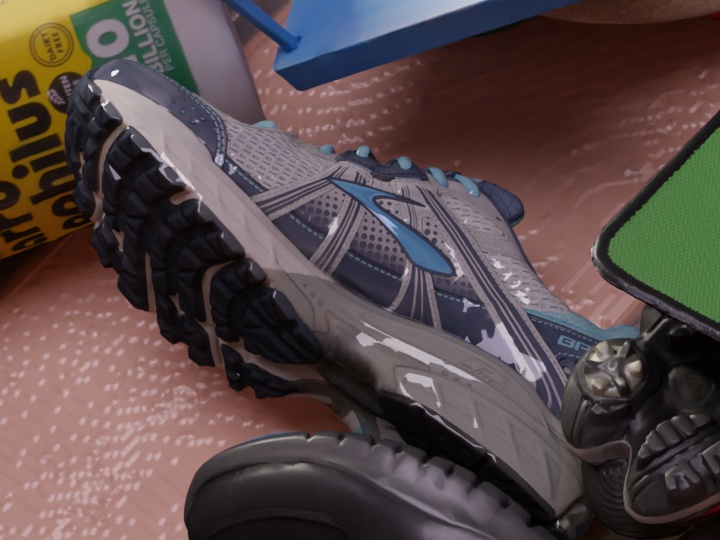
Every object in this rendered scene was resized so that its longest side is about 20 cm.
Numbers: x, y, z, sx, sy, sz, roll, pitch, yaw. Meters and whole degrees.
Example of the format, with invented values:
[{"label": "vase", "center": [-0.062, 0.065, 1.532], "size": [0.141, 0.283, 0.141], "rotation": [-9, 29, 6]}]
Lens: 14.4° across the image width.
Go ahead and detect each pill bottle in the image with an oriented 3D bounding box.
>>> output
[{"label": "pill bottle", "center": [-0.138, -0.055, 0.912], "size": [0.199, 0.113, 0.113], "rotation": [-20, 55, 0]}]

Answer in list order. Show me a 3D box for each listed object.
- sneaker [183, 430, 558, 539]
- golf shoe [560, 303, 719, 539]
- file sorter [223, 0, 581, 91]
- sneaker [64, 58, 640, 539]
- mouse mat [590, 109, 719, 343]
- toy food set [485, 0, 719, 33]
[{"label": "sneaker", "center": [0.029, 0.106, 0.790], "size": [0.199, 0.073, 0.082], "rotation": [18, 65, 25]}, {"label": "golf shoe", "center": [0.149, 0.016, 0.807], "size": [0.199, 0.088, 0.077], "rotation": [-29, 54, -4]}, {"label": "file sorter", "center": [0.013, -0.181, 0.847], "size": [0.138, 0.122, 0.201], "rotation": [-14, 51, 44]}, {"label": "sneaker", "center": [0.000, 0.000, 0.852], "size": [0.200, 0.078, 0.086], "rotation": [39, 59, 3]}, {"label": "mouse mat", "center": [0.175, -0.020, 0.758], "size": [0.160, 0.008, 0.200], "rotation": [29, 48, 22]}, {"label": "toy food set", "center": [0.096, -0.160, 0.954], "size": [0.196, 0.049, 0.201], "rotation": [4, 59, 16]}]
